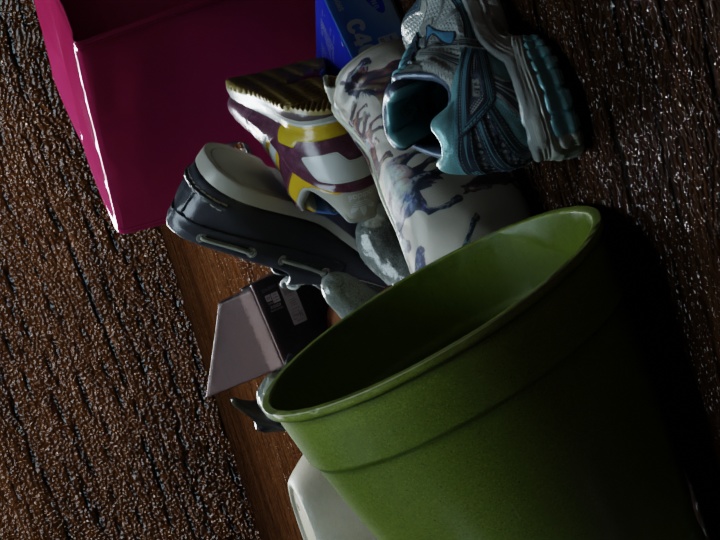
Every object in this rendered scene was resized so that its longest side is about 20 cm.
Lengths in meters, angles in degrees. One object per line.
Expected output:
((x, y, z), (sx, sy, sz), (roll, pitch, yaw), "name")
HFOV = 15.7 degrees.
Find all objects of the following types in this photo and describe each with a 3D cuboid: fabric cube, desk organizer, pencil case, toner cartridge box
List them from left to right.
((-0.129, -0.184, 1.920), (0.199, 0.196, 0.200), (83, 165, -48), "fabric cube")
((-0.063, 0.037, 2.073), (0.072, 0.077, 0.200), (67, -156, -2), "desk organizer")
((0.006, -0.114, 1.743), (0.200, 0.043, 0.095), (91, 155, -67), "toner cartridge box")
((0.048, -0.039, 1.512), (0.078, 0.089, 0.200), (97, 153, -65), "pencil case")

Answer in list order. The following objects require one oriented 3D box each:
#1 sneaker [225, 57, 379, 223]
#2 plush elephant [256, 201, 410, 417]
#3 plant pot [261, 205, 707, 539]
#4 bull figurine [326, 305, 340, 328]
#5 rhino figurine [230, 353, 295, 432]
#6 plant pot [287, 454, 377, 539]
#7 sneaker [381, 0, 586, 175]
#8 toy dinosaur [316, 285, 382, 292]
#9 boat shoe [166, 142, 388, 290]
((-0.036, -0.082, 1.693), (0.200, 0.075, 0.090), (-138, 34, -73), "sneaker")
((0.032, 0.051, 1.610), (0.200, 0.165, 0.155), (36, 173, 19), "plush elephant")
((0.083, 0.100, 1.362), (0.193, 0.200, 0.200), (60, 173, -11), "plant pot")
((0.005, 0.021, 1.985), (0.200, 0.065, 0.122), (120, 133, -78), "bull figurine")
((0.010, 0.095, 1.750), (0.087, 0.200, 0.060), (122, 152, -58), "rhino figurine")
((0.022, 0.181, 2.011), (0.200, 0.134, 0.200), (160, 90, -82), "plant pot")
((0.045, -0.104, 1.390), (0.200, 0.086, 0.078), (-131, 23, -66), "sneaker")
((0.000, 0.000, 1.824), (0.200, 0.077, 0.102), (40, -174, -17), "toy dinosaur")
((-0.044, -0.023, 1.732), (0.200, 0.063, 0.073), (24, -157, -39), "boat shoe")
